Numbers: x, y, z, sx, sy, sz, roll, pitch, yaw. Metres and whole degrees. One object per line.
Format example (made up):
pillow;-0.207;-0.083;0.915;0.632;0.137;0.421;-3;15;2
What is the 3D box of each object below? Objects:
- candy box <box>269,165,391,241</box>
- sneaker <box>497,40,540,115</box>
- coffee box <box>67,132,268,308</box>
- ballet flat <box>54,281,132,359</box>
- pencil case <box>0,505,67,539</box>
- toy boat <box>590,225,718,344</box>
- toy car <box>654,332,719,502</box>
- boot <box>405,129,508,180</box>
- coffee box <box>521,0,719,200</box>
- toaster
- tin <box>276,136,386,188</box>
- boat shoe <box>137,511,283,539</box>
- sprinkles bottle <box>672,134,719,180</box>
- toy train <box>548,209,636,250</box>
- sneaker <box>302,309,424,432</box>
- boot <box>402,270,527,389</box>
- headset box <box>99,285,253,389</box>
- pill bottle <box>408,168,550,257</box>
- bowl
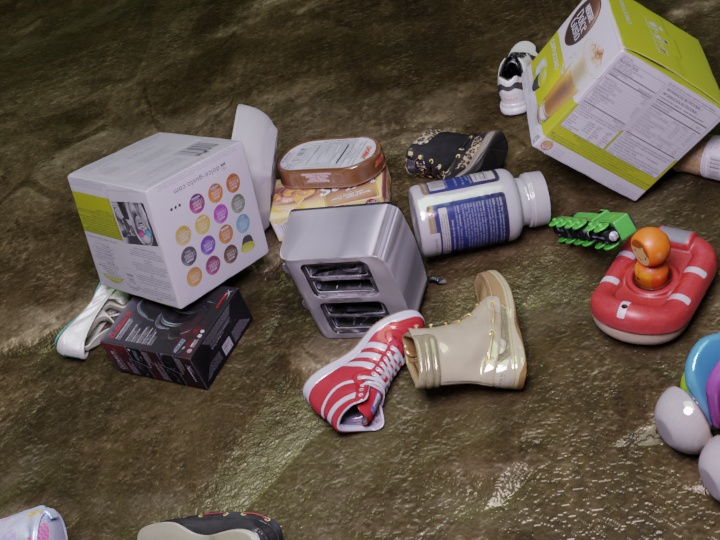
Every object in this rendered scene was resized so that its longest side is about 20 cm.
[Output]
candy box;-0.050;-0.123;1.616;0.199;0.055;0.116;-11;41;12
sneaker;0.292;-0.370;1.724;0.074;0.080;0.200;-4;42;21
coffee box;-0.296;-0.085;1.474;0.200;0.198;0.200;12;34;38
ballet flat;-0.424;0.069;1.572;0.069;0.070;0.200;12;55;32
pencil case;-0.491;0.369;1.249;0.199;0.083;0.091;-10;64;11
toy boat;0.383;-0.001;1.245;0.130;0.131;0.200;15;52;35
toy car;0.434;0.148;1.047;0.175;0.150;0.200;-26;41;-5
boot;0.137;-0.162;1.569;0.150;0.073;0.200;16;63;43
coffee box;0.385;-0.267;1.411;0.198;0.200;0.200;-50;25;38
toaster;0.000;0.000;1.373;0.199;0.181;0.119;-3;47;22
tin;-0.053;-0.186;1.620;0.200;0.042;0.112;0;43;27
boat shoe;-0.189;0.340;1.175;0.201;0.074;0.063;-9;5;28
sprinkles bottle;0.562;-0.158;1.387;0.200;0.068;0.068;21;56;38
toy train;0.327;-0.062;1.340;0.056;0.042;0.200;-34;10;-5
sneaker;0.026;0.142;1.287;0.200;0.071;0.112;-38;39;-7
boot;0.133;0.079;1.285;0.155;0.073;0.200;-2;48;-4
headset box;-0.293;0.091;1.473;0.200;0.077;0.149;9;49;28
pill bottle;0.179;-0.091;1.427;0.199;0.111;0.111;-11;41;-1
bowl;-0.185;-0.161;1.624;0.074;0.200;0.200;5;45;-2
